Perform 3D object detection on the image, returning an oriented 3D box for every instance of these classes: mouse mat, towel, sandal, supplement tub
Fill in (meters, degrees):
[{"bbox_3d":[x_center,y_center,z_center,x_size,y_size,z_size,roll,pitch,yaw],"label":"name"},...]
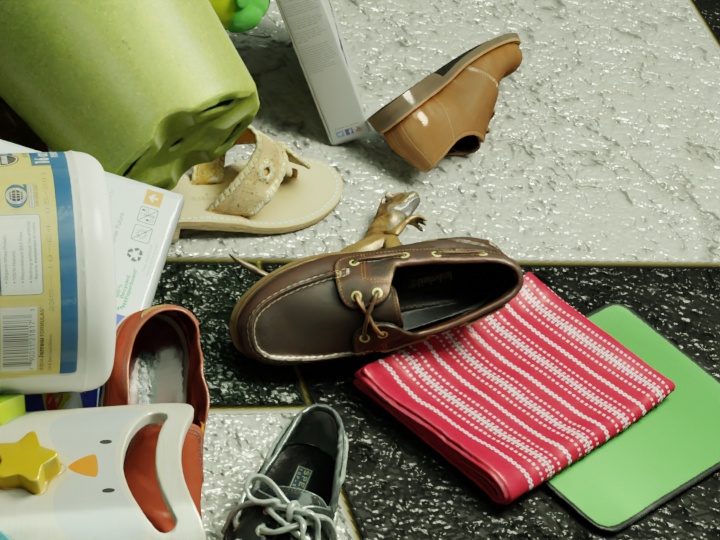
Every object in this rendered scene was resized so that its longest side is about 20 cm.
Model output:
[{"bbox_3d":[0.174,0.098,1.616,0.200,0.008,0.161,-24,54,-40],"label":"mouse mat"},{"bbox_3d":[0.107,0.076,1.593,0.145,0.022,0.200,39,42,24],"label":"towel"},{"bbox_3d":[-0.092,-0.071,1.663,0.212,0.070,0.078,-12,47,-33],"label":"sandal"},{"bbox_3d":[-0.249,0.004,1.368,0.200,0.145,0.145,-2,42,-12],"label":"supplement tub"}]

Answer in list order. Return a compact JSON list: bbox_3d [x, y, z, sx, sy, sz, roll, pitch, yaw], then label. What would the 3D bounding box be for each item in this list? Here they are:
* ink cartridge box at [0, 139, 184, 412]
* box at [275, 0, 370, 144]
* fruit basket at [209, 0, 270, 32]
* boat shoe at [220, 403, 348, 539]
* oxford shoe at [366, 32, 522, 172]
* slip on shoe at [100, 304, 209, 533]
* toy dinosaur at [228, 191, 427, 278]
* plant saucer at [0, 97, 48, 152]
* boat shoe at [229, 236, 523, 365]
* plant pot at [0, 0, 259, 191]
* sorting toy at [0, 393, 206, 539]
[{"bbox_3d":[-0.233,0.012,1.471,0.200,0.047,0.198,16,63,-1],"label":"ink cartridge box"},{"bbox_3d":[-0.046,-0.214,1.763,0.036,0.200,0.144,-18,42,3],"label":"box"},{"bbox_3d":[-0.137,-0.243,1.747,0.215,0.216,0.156,28,38,12],"label":"fruit basket"},{"bbox_3d":[-0.045,0.158,1.403,0.074,0.068,0.199,22,38,5],"label":"boat shoe"},{"bbox_3d":[0.078,-0.129,1.824,0.071,0.071,0.200,53,41,-3],"label":"oxford shoe"},{"bbox_3d":[-0.124,0.111,1.395,0.074,0.061,0.200,10,65,-20],"label":"slip on shoe"},{"bbox_3d":[0.000,0.000,1.638,0.106,0.060,0.200,20,26,22],"label":"toy dinosaur"},{"bbox_3d":[-0.286,-0.107,1.591,0.200,0.029,0.200,38,22,-18],"label":"plant saucer"},{"bbox_3d":[0.013,0.019,1.564,0.200,0.070,0.070,-18,17,-20],"label":"boat shoe"},{"bbox_3d":[-0.170,-0.150,1.582,0.200,0.200,0.184,-26,74,-42],"label":"plant pot"},{"bbox_3d":[-0.178,0.131,1.313,0.180,0.107,0.200,-10,42,-1],"label":"sorting toy"}]
